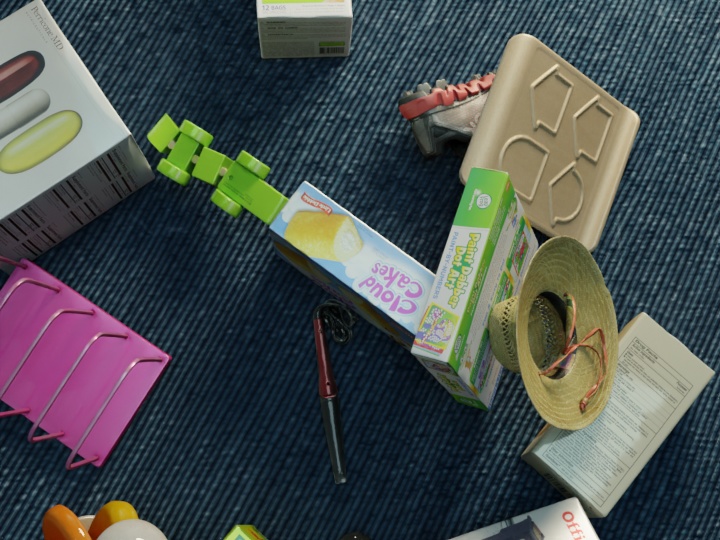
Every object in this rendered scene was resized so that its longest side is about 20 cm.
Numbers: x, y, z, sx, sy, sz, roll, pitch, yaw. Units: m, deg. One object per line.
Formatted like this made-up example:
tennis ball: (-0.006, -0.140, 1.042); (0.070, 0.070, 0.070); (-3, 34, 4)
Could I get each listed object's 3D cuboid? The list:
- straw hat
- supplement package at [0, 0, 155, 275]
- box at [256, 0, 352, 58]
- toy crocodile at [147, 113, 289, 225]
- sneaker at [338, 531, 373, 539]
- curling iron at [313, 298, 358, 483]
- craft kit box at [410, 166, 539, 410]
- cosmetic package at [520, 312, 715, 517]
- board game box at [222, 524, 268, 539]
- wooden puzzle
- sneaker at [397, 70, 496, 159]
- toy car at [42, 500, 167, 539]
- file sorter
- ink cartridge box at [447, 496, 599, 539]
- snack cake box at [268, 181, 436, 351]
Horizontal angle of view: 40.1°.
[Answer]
straw hat: (0.178, 0.067, 1.002); (0.200, 0.084, 0.204); (3, 86, -47)
supplement package: (-0.366, -0.141, 1.074); (0.199, 0.147, 0.192); (-35, 80, -9)
box: (-0.070, -0.365, 1.166); (0.111, 0.101, 0.203); (-2, 76, -3)
toy crocodile: (-0.160, -0.111, 1.105); (0.199, 0.062, 0.068); (31, 92, 15)
sneaker: (0.021, 0.364, 0.996); (0.075, 0.091, 0.202); (-18, 76, -5)
curling iron: (-0.027, 0.130, 1.080); (0.049, 0.026, 0.203); (-6, 79, 23)
craft kit box: (0.126, 0.026, 1.030); (0.048, 0.198, 0.202); (14, 74, 22)
cosmetic package: (0.277, 0.157, 1.068); (0.105, 0.071, 0.200); (42, 78, 8)
board game box: (-0.128, 0.299, 0.947); (0.048, 0.200, 0.102); (39, 77, 7)
wooden puzzle: (0.213, -0.140, 1.125); (0.199, 0.046, 0.187); (26, 80, -26)
sneaker: (0.143, -0.182, 1.149); (0.198, 0.071, 0.099); (-17, 95, -18)
toy car: (-0.273, 0.321, 0.934); (0.149, 0.174, 0.203); (11, 73, -35)
file sorter: (-0.326, 0.093, 1.018); (0.199, 0.125, 0.140); (33, 86, 5)
ink cartridge box: (0.156, 0.332, 0.981); (0.198, 0.085, 0.145); (-17, 43, -6)
snack cake box: (0.000, 0.000, 1.072); (0.199, 0.115, 0.067); (36, 78, 7)
